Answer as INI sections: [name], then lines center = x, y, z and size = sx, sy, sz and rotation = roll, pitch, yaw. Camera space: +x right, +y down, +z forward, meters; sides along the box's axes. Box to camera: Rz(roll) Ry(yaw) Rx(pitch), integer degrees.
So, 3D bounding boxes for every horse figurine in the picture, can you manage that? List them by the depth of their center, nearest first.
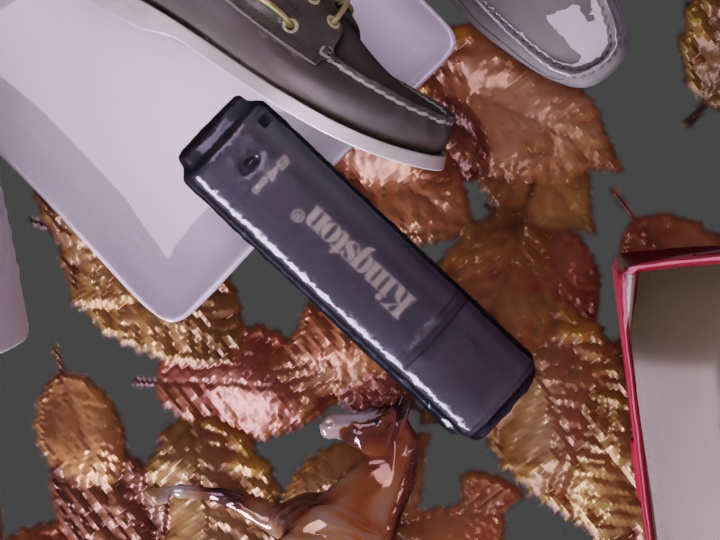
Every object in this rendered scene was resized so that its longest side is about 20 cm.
[horse figurine]
center = -0.026, 0.168, 1.100
size = 0.133, 0.050, 0.200
rotation = -8, 83, -12

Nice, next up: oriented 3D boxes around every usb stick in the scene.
[usb stick]
center = 0.000, 0.000, 1.085
size = 0.200, 0.033, 0.055
rotation = 43, 95, -11

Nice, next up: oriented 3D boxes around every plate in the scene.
[plate]
center = -0.089, -0.111, 1.110
size = 0.200, 0.032, 0.200
rotation = -45, 89, 5

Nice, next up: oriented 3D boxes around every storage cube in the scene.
[storage cube]
center = 0.205, 0.072, 1.017
size = 0.171, 0.180, 0.200
rotation = -8, 92, 5

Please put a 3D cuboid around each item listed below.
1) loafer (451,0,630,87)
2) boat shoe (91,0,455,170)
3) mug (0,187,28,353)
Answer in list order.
[loafer]
center = 0.052, -0.168, 1.076
size = 0.070, 0.070, 0.200
rotation = -42, 88, 5
[boat shoe]
center = -0.040, -0.113, 1.054
size = 0.202, 0.072, 0.060
rotation = 30, 99, 7
[mug]
center = -0.267, -0.037, 1.064
size = 0.200, 0.148, 0.175
rotation = -9, 99, 11
